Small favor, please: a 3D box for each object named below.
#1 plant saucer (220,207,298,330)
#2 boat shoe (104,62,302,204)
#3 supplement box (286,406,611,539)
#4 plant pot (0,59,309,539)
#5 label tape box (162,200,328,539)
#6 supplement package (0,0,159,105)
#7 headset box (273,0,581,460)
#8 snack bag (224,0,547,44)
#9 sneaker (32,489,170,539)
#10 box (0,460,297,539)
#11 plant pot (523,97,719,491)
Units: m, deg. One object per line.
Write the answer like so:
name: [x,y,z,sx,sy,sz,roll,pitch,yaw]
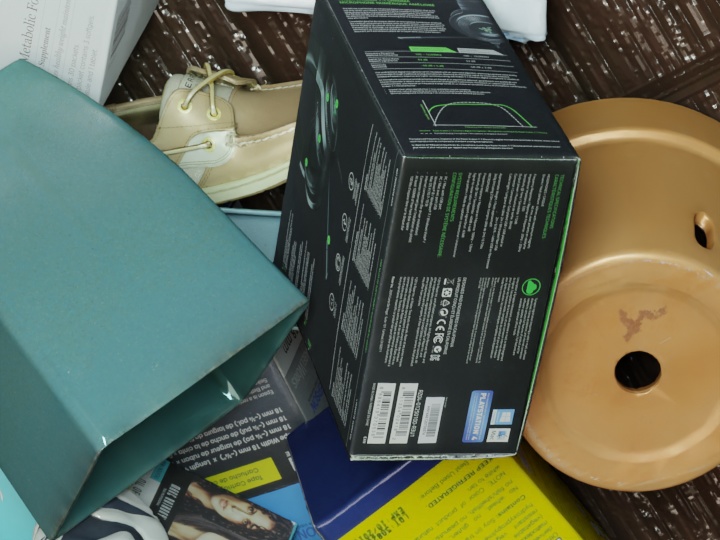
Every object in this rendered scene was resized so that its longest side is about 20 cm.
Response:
plant saucer: [0.000,0.000,1.491,0.199,0.019,0.070,3,110,-12]
boat shoe: [-0.092,-0.077,1.485,0.199,0.074,0.067,-16,116,19]
supplement box: [0.065,0.151,1.502,0.109,0.110,0.200,-37,115,7]
plant pot: [-0.157,0.004,1.392,0.200,0.141,0.141,49,151,8]
label tape box: [-0.098,0.075,1.563,0.143,0.063,0.201,-18,111,20]
supplement package: [-0.208,-0.185,1.426,0.199,0.110,0.114,20,135,3]
headset box: [0.026,-0.031,1.364,0.092,0.200,0.175,0,121,-16]
snack bag: [0.009,-0.217,1.389,0.187,0.021,0.201,6,116,9]
sneaker: [-0.098,0.204,1.424,0.199,0.130,0.079,42,115,-10]
box: [-0.140,0.138,1.520,0.199,0.082,0.049,26,118,-2]
plant pot: [0.142,0.026,1.425,0.199,0.140,0.201,1,114,2]
